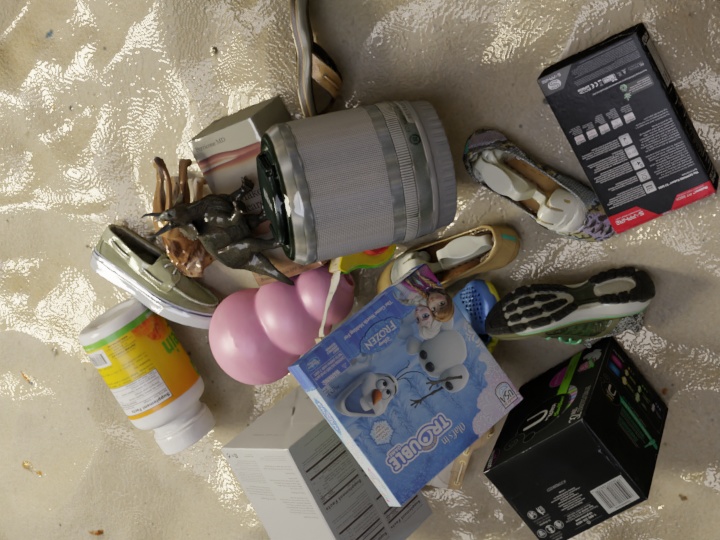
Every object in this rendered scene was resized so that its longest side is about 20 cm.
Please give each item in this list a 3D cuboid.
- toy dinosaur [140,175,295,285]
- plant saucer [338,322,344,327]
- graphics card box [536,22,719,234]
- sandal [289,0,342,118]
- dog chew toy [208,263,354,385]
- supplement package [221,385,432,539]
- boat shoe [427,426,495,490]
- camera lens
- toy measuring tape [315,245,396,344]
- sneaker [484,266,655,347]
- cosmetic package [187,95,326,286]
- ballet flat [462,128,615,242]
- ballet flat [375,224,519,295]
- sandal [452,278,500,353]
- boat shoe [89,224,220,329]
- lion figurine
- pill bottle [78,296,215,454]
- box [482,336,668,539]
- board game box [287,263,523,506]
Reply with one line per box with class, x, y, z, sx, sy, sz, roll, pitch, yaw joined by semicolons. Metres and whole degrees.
toy dinosaur;-0.153;-0.046;1.590;0.102;0.077;0.200;-27;135;26
plant saucer;0.019;0.157;1.641;0.031;0.200;0.200;-32;100;19
graphics card box;0.293;-0.154;1.478;0.125;0.051;0.200;-24;105;29
sandal;-0.049;-0.235;1.563;0.054;0.080;0.201;-5;110;0
dog chew toy;-0.093;0.059;1.691;0.200;0.125;0.125;-32;100;21
supplement package;-0.042;0.268;1.722;0.152;0.151;0.200;-8;113;52
boat shoe;0.136;0.194;1.698;0.069;0.074;0.200;21;120;-6
camera lens;-0.008;-0.100;1.513;0.199;0.160;0.160;-13;113;-10
toy measuring tape;0.000;0.000;1.620;0.073;0.074;0.201;10;82;16
sneaker;0.245;0.064;1.569;0.199;0.077;0.089;-10;128;5
cosmetic package;-0.112;-0.095;1.637;0.103;0.087;0.200;-19;106;28
ballet flat;0.199;-0.085;1.536;0.200;0.072;0.072;34;121;2
ballet flat;0.092;-0.012;1.611;0.200;0.063;0.069;-24;70;25
sandal;0.100;0.091;1.637;0.087;0.080;0.200;11;125;-34
boat shoe;-0.262;0.009;1.755;0.200;0.072;0.062;28;116;8
lion figurine;-0.225;-0.064;1.657;0.072;0.200;0.123;4;82;13
pill bottle;-0.278;0.141;1.799;0.111;0.111;0.200;-23;105;28
box;0.255;0.196;1.571;0.148;0.200;0.124;-35;100;30
board game box;0.054;0.129;1.544;0.199;0.200;0.043;54;159;-6
